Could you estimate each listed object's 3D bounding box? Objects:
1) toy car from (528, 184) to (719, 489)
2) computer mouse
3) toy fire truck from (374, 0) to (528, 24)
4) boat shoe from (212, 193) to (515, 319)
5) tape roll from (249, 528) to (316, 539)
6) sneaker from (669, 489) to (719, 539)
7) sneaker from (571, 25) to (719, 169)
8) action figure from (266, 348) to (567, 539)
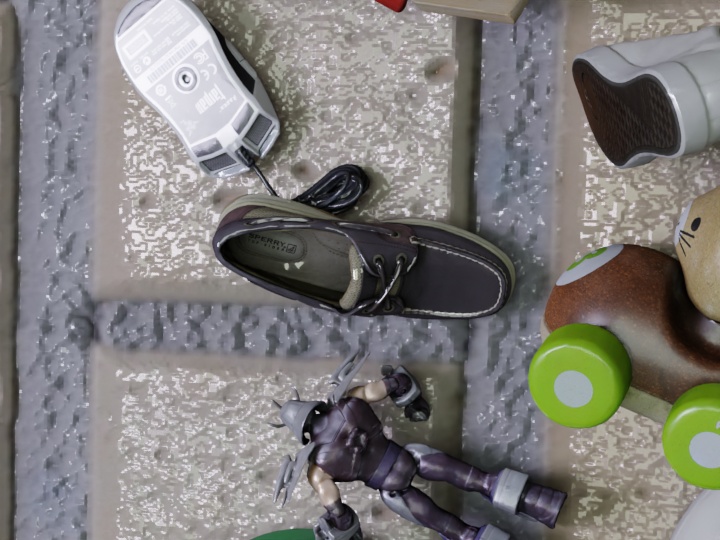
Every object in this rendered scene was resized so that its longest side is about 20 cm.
[{"bbox_3d":[0.201,-0.011,0.819,0.157,0.164,0.200,24,118,13],"label":"toy car"},{"bbox_3d":[-0.089,-0.105,0.988,0.110,0.044,0.200,-35,89,19],"label":"computer mouse"},{"bbox_3d":[0.031,-0.241,0.915,0.200,0.129,0.176,29,99,1],"label":"toy fire truck"},{"bbox_3d":[0.000,0.000,0.937,0.199,0.065,0.072,14,114,1],"label":"boat shoe"},{"bbox_3d":[-0.037,0.277,0.975,0.200,0.048,0.201,3,100,17],"label":"tape roll"},{"bbox_3d":[0.261,0.144,0.876,0.200,0.088,0.075,-43,83,13],"label":"sneaker"},{"bbox_3d":[0.185,-0.102,0.846,0.084,0.200,0.073,-21,104,-6],"label":"sneaker"},{"bbox_3d":[0.028,0.134,0.940,0.200,0.069,0.130,28,81,3],"label":"action figure"}]
